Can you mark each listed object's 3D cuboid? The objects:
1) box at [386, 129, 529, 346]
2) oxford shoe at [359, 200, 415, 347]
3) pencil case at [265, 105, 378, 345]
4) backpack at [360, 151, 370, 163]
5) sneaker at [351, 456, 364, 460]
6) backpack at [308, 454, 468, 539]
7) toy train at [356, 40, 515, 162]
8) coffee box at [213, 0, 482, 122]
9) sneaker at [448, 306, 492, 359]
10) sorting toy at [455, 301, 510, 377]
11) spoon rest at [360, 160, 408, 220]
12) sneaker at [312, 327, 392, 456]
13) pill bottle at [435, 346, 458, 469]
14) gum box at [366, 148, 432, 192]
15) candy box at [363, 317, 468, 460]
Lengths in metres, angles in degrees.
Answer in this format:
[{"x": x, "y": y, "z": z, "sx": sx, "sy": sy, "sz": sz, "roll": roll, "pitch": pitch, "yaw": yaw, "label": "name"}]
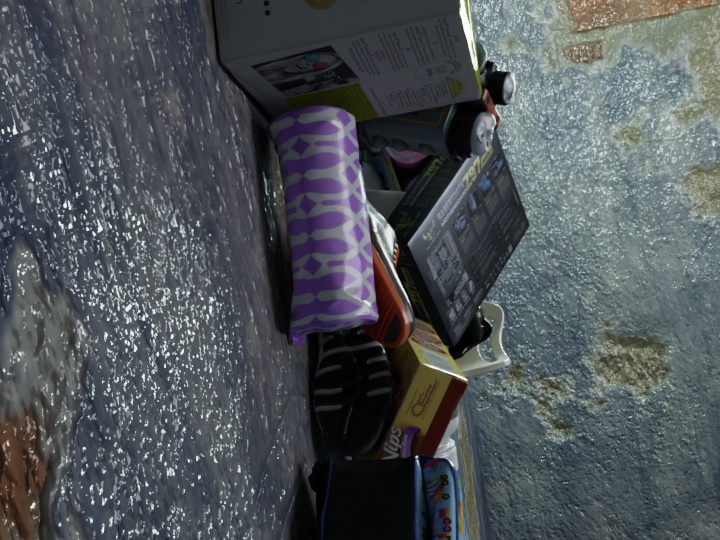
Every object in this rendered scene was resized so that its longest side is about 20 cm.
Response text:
[{"x": 0.107, "y": -0.043, "z": 1.142, "sx": 0.201, "sy": 0.051, "sz": 0.159, "roll": -55, "pitch": 136, "yaw": -30, "label": "box"}, {"x": 0.014, "y": -0.012, "z": 0.964, "sx": 0.201, "sy": 0.072, "sz": 0.072, "roll": 62, "pitch": -40, "yaw": 37, "label": "oxford shoe"}, {"x": -0.036, "y": -0.043, "z": 0.893, "sx": 0.084, "sy": 0.084, "sz": 0.203, "roll": 14, "pitch": 66, "yaw": -63, "label": "pencil case"}, {"x": 0.061, "y": -0.096, "z": 1.391, "sx": 0.176, "sy": 0.151, "sz": 0.203, "roll": 64, "pitch": 27, "yaw": -78, "label": "backpack"}, {"x": 0.024, "y": 0.253, "z": 1.103, "sx": 0.200, "sy": 0.074, "sz": 0.083, "roll": 56, "pitch": 41, "yaw": -58, "label": "sneaker"}, {"x": 0.028, "y": 0.275, "z": 0.844, "sx": 0.183, "sy": 0.132, "sz": 0.202, "roll": -84, "pitch": 166, "yaw": -57, "label": "backpack"}, {"x": 0.052, "y": -0.168, "z": 1.017, "sx": 0.085, "sy": 0.198, "sz": 0.115, "roll": 46, "pitch": 62, "yaw": -59, "label": "toy train"}, {"x": -0.007, "y": -0.256, "z": 0.893, "sx": 0.200, "sy": 0.195, "sz": 0.203, "roll": 40, "pitch": 42, "yaw": -74, "label": "coffee box"}, {"x": 0.130, "y": 0.035, "z": 1.305, "sx": 0.076, "sy": 0.113, "sz": 0.201, "roll": 48, "pitch": 55, "yaw": -28, "label": "sneaker"}, {"x": 0.112, "y": 0.102, "z": 1.414, "sx": 0.201, "sy": 0.177, "sz": 0.108, "roll": -87, "pitch": 165, "yaw": -52, "label": "sorting toy"}, {"x": 0.005, "y": -0.079, "z": 1.197, "sx": 0.200, "sy": 0.060, "sz": 0.101, "roll": -161, "pitch": -96, "yaw": -76, "label": "spoon rest"}, {"x": -0.003, "y": 0.097, "z": 1.010, "sx": 0.116, "sy": 0.075, "sz": 0.202, "roll": 73, "pitch": 11, "yaw": -60, "label": "sneaker"}, {"x": 0.054, "y": 0.140, "z": 1.210, "sx": 0.113, "sy": 0.111, "sz": 0.203, "roll": -16, "pitch": 97, "yaw": -81, "label": "pill bottle"}, {"x": 0.048, "y": -0.149, "z": 1.234, "sx": 0.113, "sy": 0.065, "sz": 0.202, "roll": -160, "pitch": -130, "yaw": -79, "label": "gum box"}, {"x": 0.041, "y": 0.121, "z": 1.022, "sx": 0.200, "sy": 0.056, "sz": 0.118, "roll": -119, "pitch": -128, "yaw": -74, "label": "candy box"}]
